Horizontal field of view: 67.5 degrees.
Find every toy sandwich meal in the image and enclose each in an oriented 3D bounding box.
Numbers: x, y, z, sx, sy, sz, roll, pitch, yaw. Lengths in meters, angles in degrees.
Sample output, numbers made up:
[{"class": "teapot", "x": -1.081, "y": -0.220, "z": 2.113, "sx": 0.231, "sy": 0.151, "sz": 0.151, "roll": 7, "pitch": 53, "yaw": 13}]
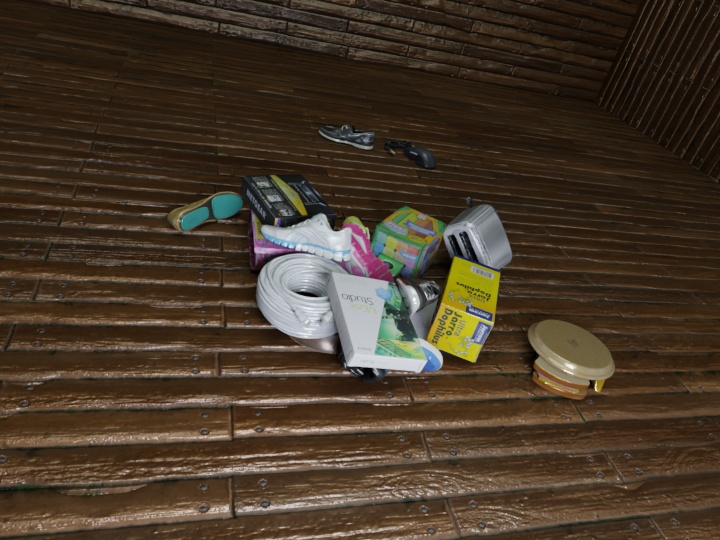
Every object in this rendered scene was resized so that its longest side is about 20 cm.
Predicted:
[{"class": "toy sandwich meal", "x": 0.433, "y": 0.183, "z": 1.127, "sx": 0.203, "sy": 0.071, "sz": 0.206, "roll": 12, "pitch": 29, "yaw": -7}]

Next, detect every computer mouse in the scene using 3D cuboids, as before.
[{"class": "computer mouse", "x": 0.176, "y": -0.424, "z": 1.910, "sx": 0.139, "sy": 0.046, "sz": 0.200, "roll": -9, "pitch": 41, "yaw": -33}]

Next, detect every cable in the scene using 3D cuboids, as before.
[{"class": "cable", "x": -0.102, "y": 0.045, "z": 1.051, "sx": 0.199, "sy": 0.070, "sz": 0.199, "roll": 33, "pitch": 37, "yaw": 25}]

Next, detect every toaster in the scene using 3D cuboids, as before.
[{"class": "toaster", "x": 0.287, "y": -0.073, "z": 1.335, "sx": 0.113, "sy": 0.201, "sz": 0.129, "roll": -12, "pitch": 16, "yaw": 45}]

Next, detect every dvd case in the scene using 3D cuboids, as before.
[{"class": "dvd case", "x": 0.155, "y": 0.107, "z": 1.163, "sx": 0.141, "sy": 0.018, "sz": 0.201, "roll": -1, "pitch": 37, "yaw": -21}]

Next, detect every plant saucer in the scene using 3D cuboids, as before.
[{"class": "plant saucer", "x": -0.066, "y": 0.087, "z": 1.094, "sx": 0.198, "sy": 0.032, "sz": 0.201, "roll": 10, "pitch": 33, "yaw": -7}]

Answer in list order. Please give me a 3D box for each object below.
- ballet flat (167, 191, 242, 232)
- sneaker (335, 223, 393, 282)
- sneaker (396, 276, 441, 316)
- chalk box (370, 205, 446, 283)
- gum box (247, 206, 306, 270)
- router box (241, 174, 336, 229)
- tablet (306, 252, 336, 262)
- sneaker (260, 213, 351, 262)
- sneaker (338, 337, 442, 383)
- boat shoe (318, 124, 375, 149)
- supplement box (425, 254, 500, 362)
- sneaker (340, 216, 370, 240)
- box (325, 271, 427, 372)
[{"class": "ballet flat", "x": -0.371, "y": -0.149, "z": 1.283, "sx": 0.063, "sy": 0.069, "sz": 0.200, "roll": 18, "pitch": 30, "yaw": 31}, {"class": "sneaker", "x": 0.000, "y": 0.000, "z": 1.184, "sx": 0.081, "sy": 0.088, "sz": 0.201, "roll": -18, "pitch": 76, "yaw": -48}, {"class": "sneaker", "x": 0.120, "y": 0.040, "z": 1.078, "sx": 0.081, "sy": 0.078, "sz": 0.200, "roll": -18, "pitch": 0, "yaw": 4}, {"class": "chalk box", "x": 0.097, "y": -0.049, "z": 1.269, "sx": 0.124, "sy": 0.125, "sz": 0.200, "roll": 27, "pitch": 35, "yaw": 17}, {"class": "gum box", "x": -0.195, "y": -0.072, "z": 1.237, "sx": 0.112, "sy": 0.067, "sz": 0.201, "roll": 4, "pitch": 35, "yaw": -18}, {"class": "router box", "x": -0.170, "y": -0.156, "z": 1.260, "sx": 0.156, "sy": 0.053, "sz": 0.200, "roll": -7, "pitch": 40, "yaw": -32}, {"class": "tablet", "x": -0.079, "y": -0.028, "z": 1.260, "sx": 0.129, "sy": 0.014, "sz": 0.201, "roll": 9, "pitch": 35, "yaw": -21}, {"class": "sneaker", "x": -0.110, "y": -0.081, "z": 1.127, "sx": 0.198, "sy": 0.087, "sz": 0.075, "roll": 12, "pitch": 9, "yaw": 0}, {"class": "sneaker", "x": 0.054, "y": 0.169, "z": 0.987, "sx": 0.199, "sy": 0.077, "sz": 0.112, "roll": 24, "pitch": 45, "yaw": -8}, {"class": "boat shoe", "x": -0.047, "y": -0.484, "z": 1.892, "sx": 0.198, "sy": 0.068, "sz": 0.072, "roll": 14, "pitch": 35, "yaw": 1}, {"class": "supplement box", "x": 0.216, "y": 0.073, "z": 1.121, "sx": 0.109, "sy": 0.110, "sz": 0.200, "roll": 20, "pitch": 34, "yaw": 6}, {"class": "sneaker", "x": -0.003, "y": -0.082, "z": 1.307, "sx": 0.075, "sy": 0.077, "sz": 0.201, "roll": 19, "pitch": 30, "yaw": -17}, {"class": "box", "x": 0.024, "y": 0.090, "z": 0.966, "sx": 0.143, "sy": 0.036, "sz": 0.201, "roll": 10, "pitch": 39, "yaw": -26}]
